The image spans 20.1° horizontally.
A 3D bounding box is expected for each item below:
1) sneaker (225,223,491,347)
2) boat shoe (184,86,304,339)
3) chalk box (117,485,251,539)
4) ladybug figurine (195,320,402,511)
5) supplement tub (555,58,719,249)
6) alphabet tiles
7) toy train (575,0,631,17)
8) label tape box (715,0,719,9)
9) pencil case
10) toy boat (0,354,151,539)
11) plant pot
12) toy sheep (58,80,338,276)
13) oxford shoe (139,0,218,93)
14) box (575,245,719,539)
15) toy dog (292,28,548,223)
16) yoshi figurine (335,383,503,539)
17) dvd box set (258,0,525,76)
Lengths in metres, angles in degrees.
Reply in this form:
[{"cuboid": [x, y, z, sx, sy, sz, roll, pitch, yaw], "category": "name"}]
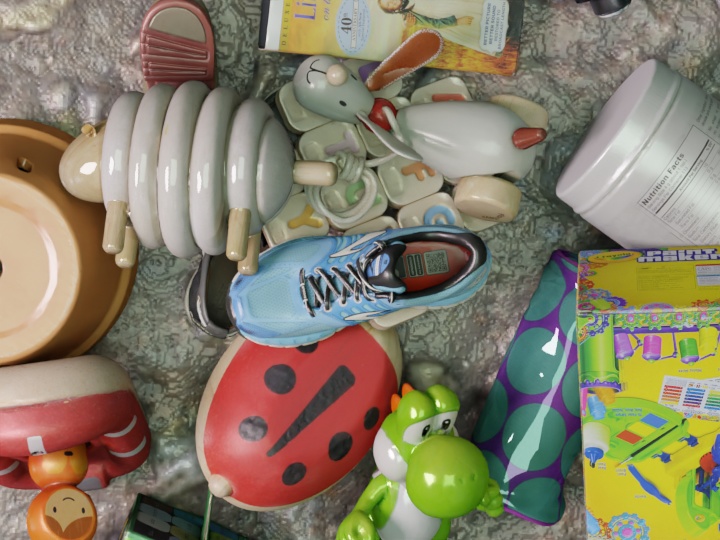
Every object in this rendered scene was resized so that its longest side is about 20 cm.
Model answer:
[{"cuboid": [0.000, 0.000, 1.456, 0.199, 0.090, 0.079, -15, 84, -9], "category": "sneaker"}, {"cuboid": [-0.076, -0.043, 1.536, 0.072, 0.068, 0.201, 21, 90, -5], "category": "boat shoe"}, {"cuboid": [-0.138, 0.253, 1.540, 0.124, 0.125, 0.201, 24, 96, -5], "category": "chalk box"}, {"cuboid": [-0.040, 0.096, 1.517, 0.136, 0.072, 0.200, 47, 65, -14], "category": "ladybug figurine"}, {"cuboid": [0.262, -0.051, 1.520, 0.200, 0.132, 0.132, 35, 94, -5], "category": "supplement tub"}, {"cuboid": [0.015, -0.062, 1.526, 0.195, 0.015, 0.201, -22, 85, -18], "category": "alphabet tiles"}, {"cuboid": [0.165, -0.290, 1.498, 0.114, 0.087, 0.200, -40, 111, -38], "category": "toy train"}, {"cuboid": [0.305, -0.304, 1.526, 0.143, 0.066, 0.201, -27, 95, 0], "category": "label tape box"}, {"cuboid": [0.150, 0.088, 1.554, 0.092, 0.085, 0.201, 19, 96, -42], "category": "pencil case"}, {"cuboid": [-0.221, 0.143, 1.478, 0.130, 0.200, 0.131, -9, 69, -1], "category": "toy boat"}, {"cuboid": [-0.266, -0.009, 1.495, 0.199, 0.140, 0.201, 0, 97, -4], "category": "plant pot"}, {"cuboid": [-0.115, -0.068, 1.436, 0.199, 0.138, 0.138, 4, 97, 3], "category": "toy sheep"}, {"cuboid": [-0.133, -0.119, 1.526, 0.070, 0.075, 0.201, 6, 117, -3], "category": "oxford shoe"}, {"cuboid": [0.256, 0.091, 1.439, 0.199, 0.122, 0.193, -2, 111, 8], "category": "box"}, {"cuboid": [0.057, -0.107, 1.486, 0.199, 0.096, 0.132, 0, 76, -21], "category": "toy dog"}, {"cuboid": [0.045, 0.175, 1.502, 0.112, 0.112, 0.200, 24, 136, 14], "category": "yoshi figurine"}, {"cuboid": [0.028, -0.227, 1.517, 0.199, 0.029, 0.147, 5, 96, -16], "category": "dvd box set"}]
